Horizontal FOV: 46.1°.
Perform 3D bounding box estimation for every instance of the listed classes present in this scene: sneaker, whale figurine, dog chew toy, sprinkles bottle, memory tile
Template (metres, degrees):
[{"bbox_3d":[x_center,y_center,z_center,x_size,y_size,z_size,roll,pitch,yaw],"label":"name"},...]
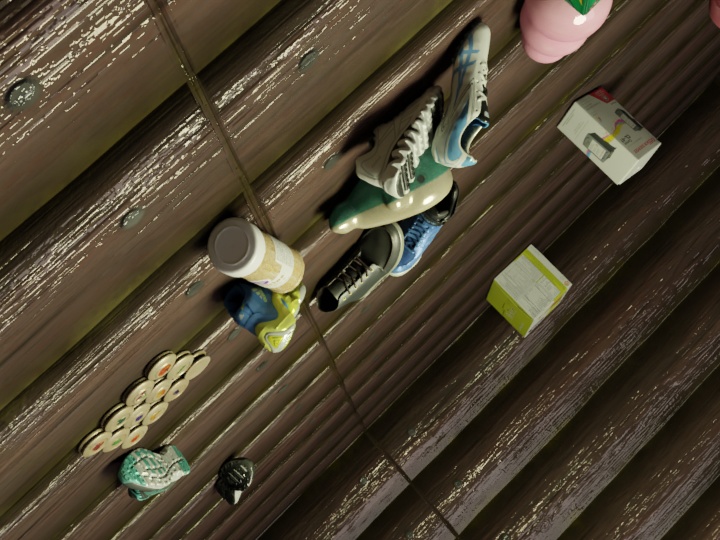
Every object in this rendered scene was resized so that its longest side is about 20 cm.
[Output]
[{"bbox_3d":[-0.277,0.465,1.936,0.079,0.074,0.201,-45,173,-36],"label":"sneaker"},{"bbox_3d":[0.000,0.000,1.463,0.106,0.075,0.201,-32,161,-46],"label":"sneaker"},{"bbox_3d":[0.059,-0.190,1.167,0.202,0.079,0.076,-58,152,-34],"label":"sneaker"},{"bbox_3d":[0.035,-0.124,1.243,0.196,0.106,0.159,-23,-169,2],"label":"whale figurine"},{"bbox_3d":[-0.139,0.039,1.227,0.076,0.104,0.201,-54,-167,13],"label":"sneaker"},{"bbox_3d":[-0.359,0.352,1.416,0.091,0.078,0.200,-42,163,3],"label":"sneaker"},{"bbox_3d":[0.109,-0.083,1.532,0.200,0.076,0.111,-48,171,-9],"label":"sneaker"},{"bbox_3d":[0.286,-0.371,1.223,0.124,0.125,0.200,-42,172,-11],"label":"dog chew toy"},{"bbox_3d":[0.154,-0.241,1.170,0.072,0.071,0.205,16,88,-70],"label":"sneaker"},{"bbox_3d":[-0.130,-0.016,1.097,0.068,0.068,0.200,-46,165,3],"label":"sprinkles bottle"},{"bbox_3d":[-0.313,0.194,1.241,0.201,0.017,0.153,-49,165,7],"label":"memory tile"}]

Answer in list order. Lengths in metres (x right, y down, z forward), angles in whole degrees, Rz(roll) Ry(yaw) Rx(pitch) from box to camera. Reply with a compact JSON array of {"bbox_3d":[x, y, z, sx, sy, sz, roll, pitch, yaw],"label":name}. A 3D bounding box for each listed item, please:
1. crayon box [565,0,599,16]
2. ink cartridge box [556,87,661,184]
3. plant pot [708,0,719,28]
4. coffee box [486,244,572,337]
[{"bbox_3d":[0.317,-0.448,1.094,0.200,0.119,0.058,-45,165,-1],"label":"crayon box"},{"bbox_3d":[0.576,-0.314,1.956,0.147,0.200,0.086,-30,160,-43],"label":"ink cartridge box"},{"bbox_3d":[0.957,-0.701,2.045,0.199,0.199,0.180,-41,148,-14],"label":"plant pot"},{"bbox_3d":[0.582,0.074,2.947,0.197,0.200,0.200,-40,164,-14],"label":"coffee box"}]
